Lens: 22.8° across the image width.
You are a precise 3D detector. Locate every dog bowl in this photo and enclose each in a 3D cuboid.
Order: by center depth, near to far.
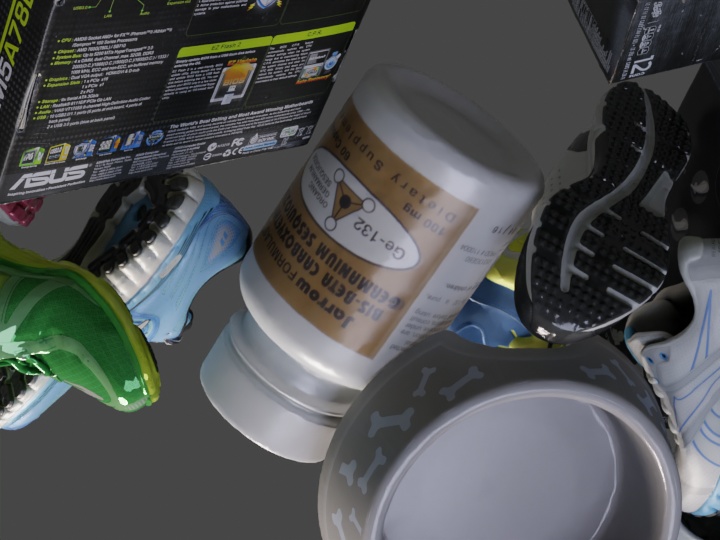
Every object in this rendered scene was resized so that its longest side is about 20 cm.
[{"bbox_3d":[0.080,0.126,0.948,0.198,0.059,0.202,-5,114,-12],"label":"dog bowl"}]

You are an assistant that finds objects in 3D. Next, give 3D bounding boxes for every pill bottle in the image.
[{"bbox_3d":[0.000,0.000,0.963,0.114,0.115,0.201,21,114,-33],"label":"pill bottle"}]

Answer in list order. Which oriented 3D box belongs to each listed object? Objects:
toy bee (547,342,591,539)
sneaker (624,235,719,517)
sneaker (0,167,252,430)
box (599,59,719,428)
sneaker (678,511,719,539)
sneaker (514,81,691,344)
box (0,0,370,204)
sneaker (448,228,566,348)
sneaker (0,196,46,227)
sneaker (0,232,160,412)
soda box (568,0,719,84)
[{"bbox_3d":[0.104,0.126,1.058,0.108,0.202,0.130,-1,-177,38],"label":"toy bee"},{"bbox_3d":[0.185,0.054,0.990,0.086,0.075,0.201,8,128,0],"label":"sneaker"},{"bbox_3d":[-0.136,0.028,0.996,0.200,0.079,0.090,-41,134,22],"label":"sneaker"},{"bbox_3d":[0.229,-0.009,1.053,0.121,0.107,0.201,5,131,-20],"label":"box"},{"bbox_3d":[0.259,0.209,1.228,0.200,0.075,0.088,40,142,-5],"label":"sneaker"},{"bbox_3d":[0.124,-0.018,0.962,0.073,0.200,0.080,36,131,-2],"label":"sneaker"},{"bbox_3d":[-0.076,-0.128,0.832,0.199,0.048,0.194,-15,141,-41],"label":"box"},{"bbox_3d":[0.080,0.061,1.100,0.104,0.076,0.201,-14,128,-3],"label":"sneaker"},{"bbox_3d":[-0.216,-0.093,0.863,0.074,0.081,0.200,-4,145,30],"label":"sneaker"},{"bbox_3d":[-0.185,0.028,0.905,0.084,0.199,0.074,-52,154,-28],"label":"sneaker"},{"bbox_3d":[0.159,-0.183,0.860,0.070,0.064,0.201,-14,149,-16],"label":"soda box"}]
